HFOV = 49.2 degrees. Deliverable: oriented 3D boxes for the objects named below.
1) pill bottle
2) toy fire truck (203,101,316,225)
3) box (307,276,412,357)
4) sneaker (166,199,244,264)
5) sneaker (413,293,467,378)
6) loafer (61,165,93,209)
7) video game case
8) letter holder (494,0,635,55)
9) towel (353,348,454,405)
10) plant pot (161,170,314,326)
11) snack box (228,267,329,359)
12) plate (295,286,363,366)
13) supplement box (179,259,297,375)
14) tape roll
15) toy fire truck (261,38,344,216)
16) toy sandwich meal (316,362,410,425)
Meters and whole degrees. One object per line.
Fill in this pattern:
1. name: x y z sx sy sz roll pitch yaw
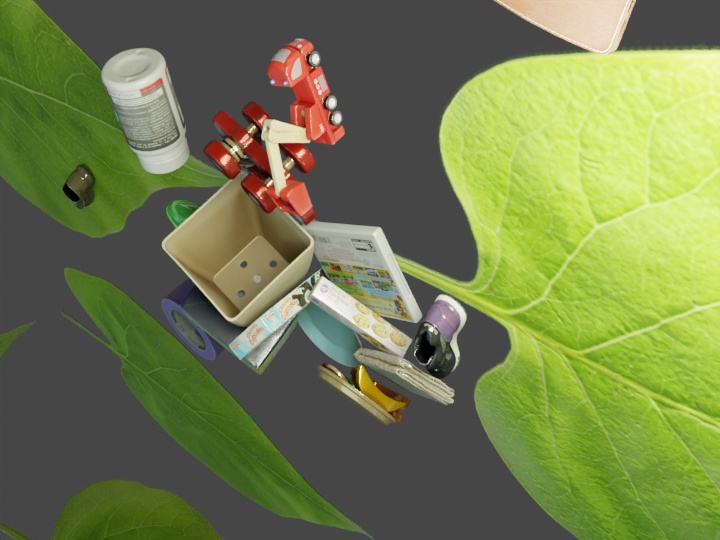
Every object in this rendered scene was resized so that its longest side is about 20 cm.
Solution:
1. pill bottle: -0.379 -0.281 1.408 0.113 0.114 0.202 29 147 29
2. toy fire truck: -0.156 -0.165 1.270 0.199 0.112 0.168 42 170 11
3. box: -0.001 0.085 1.374 0.198 0.042 0.039 36 160 -8
4. sneaker: -0.306 -0.093 1.598 0.198 0.075 0.084 32 152 9
5. sneaker: 0.112 0.126 1.268 0.075 0.088 0.202 32 149 24
6. loafer: -0.749 -0.212 2.069 0.076 0.067 0.200 46 152 1
7. video game case: 0.000 0.000 1.336 0.198 0.023 0.184 9 133 49
8. letter holder: 0.164 -0.293 0.648 0.199 0.101 0.143 37 153 19
9. towel: 0.076 0.181 1.376 0.131 0.035 0.199 34 169 -21
10. plant pot: -0.203 -0.016 1.424 0.200 0.200 0.178 43 169 18
11. snack box: -0.138 0.074 1.402 0.037 0.200 0.116 50 132 0
12. plate: -0.062 0.107 1.557 0.199 0.026 0.202 35 149 24
13. supplement box: -0.243 0.095 1.606 0.199 0.135 0.200 37 168 3
14. tape roll: -0.411 0.125 2.009 0.198 0.085 0.202 35 150 24
15. toy fire truck: -0.091 -0.195 1.084 0.048 0.141 0.203 16 140 42
16. toy sandwich meal: 0.008 0.222 1.492 0.203 0.071 0.205 34 169 7
